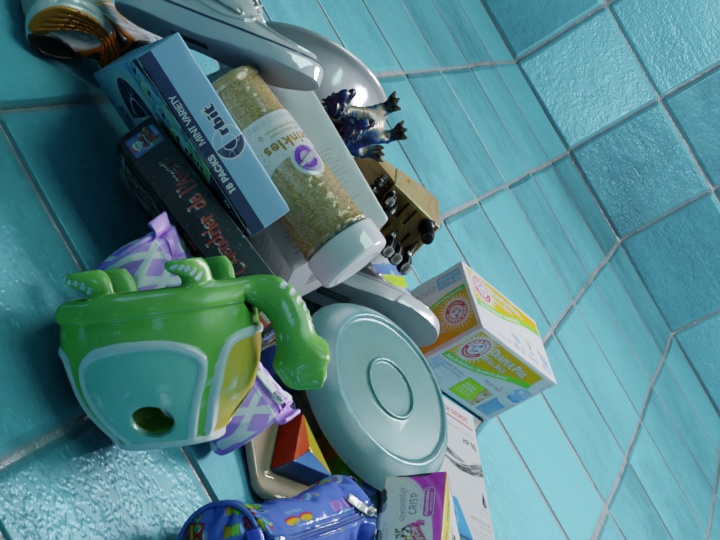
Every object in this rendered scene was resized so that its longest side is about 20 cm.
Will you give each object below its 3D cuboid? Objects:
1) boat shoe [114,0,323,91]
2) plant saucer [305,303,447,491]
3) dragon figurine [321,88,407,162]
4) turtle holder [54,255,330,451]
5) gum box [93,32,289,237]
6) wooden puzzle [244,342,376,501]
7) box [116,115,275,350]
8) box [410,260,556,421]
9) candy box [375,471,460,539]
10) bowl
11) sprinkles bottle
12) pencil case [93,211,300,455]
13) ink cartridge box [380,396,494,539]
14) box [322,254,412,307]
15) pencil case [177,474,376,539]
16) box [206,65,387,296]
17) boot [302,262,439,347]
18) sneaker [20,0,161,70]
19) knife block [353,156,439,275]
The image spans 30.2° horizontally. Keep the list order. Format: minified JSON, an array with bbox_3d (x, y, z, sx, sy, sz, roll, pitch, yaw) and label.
[{"bbox_3d":[-0.119,-0.224,1.188,0.199,0.066,0.074,24,-11,0],"label":"boat shoe"},{"bbox_3d":[0.022,0.117,1.277,0.200,0.027,0.201,35,38,-33],"label":"plant saucer"},{"bbox_3d":[-0.020,-0.136,1.336,0.099,0.200,0.059,-8,82,-27],"label":"dragon figurine"},{"bbox_3d":[-0.126,0.058,0.979,0.141,0.185,0.132,173,-90,-71],"label":"turtle holder"},{"bbox_3d":[-0.150,-0.114,1.148,0.170,0.044,0.200,58,-15,-15],"label":"gum box"},{"bbox_3d":[-0.048,0.138,1.234,0.185,0.046,0.201,32,33,-52],"label":"wooden puzzle"},{"bbox_3d":[-0.132,-0.024,1.130,0.200,0.038,0.137,53,-15,3],"label":"box"},{"bbox_3d":[0.142,0.091,1.660,0.200,0.112,0.102,36,31,-46],"label":"box"},{"bbox_3d":[0.060,0.294,1.148,0.137,0.061,0.201,-78,158,-62],"label":"candy box"},{"bbox_3d":[-0.078,-0.169,1.437,0.201,0.201,0.091,44,57,-37],"label":"bowl"},{"bbox_3d":[-0.062,-0.082,1.159,0.200,0.068,0.068,53,19,7],"label":"sprinkles bottle"},{"bbox_3d":[-0.133,0.056,1.084,0.200,0.085,0.084,54,47,-9],"label":"pencil case"},{"bbox_3d":[0.071,0.195,1.380,0.116,0.067,0.201,35,38,-47],"label":"ink cartridge box"},{"bbox_3d":[-0.007,0.002,1.489,0.122,0.048,0.201,4,56,-52],"label":"box"},{"bbox_3d":[-0.057,0.209,1.047,0.200,0.087,0.078,4,62,-62],"label":"pencil case"},{"bbox_3d":[-0.079,-0.087,1.273,0.200,0.106,0.152,60,-16,8],"label":"box"},{"bbox_3d":[0.000,0.000,1.394,0.199,0.074,0.096,27,49,-12],"label":"boot"},{"bbox_3d":[-0.241,-0.231,1.247,0.200,0.076,0.092,26,34,-59],"label":"sneaker"},{"bbox_3d":[0.049,-0.045,1.438,0.200,0.064,0.176,31,19,-51],"label":"knife block"}]
